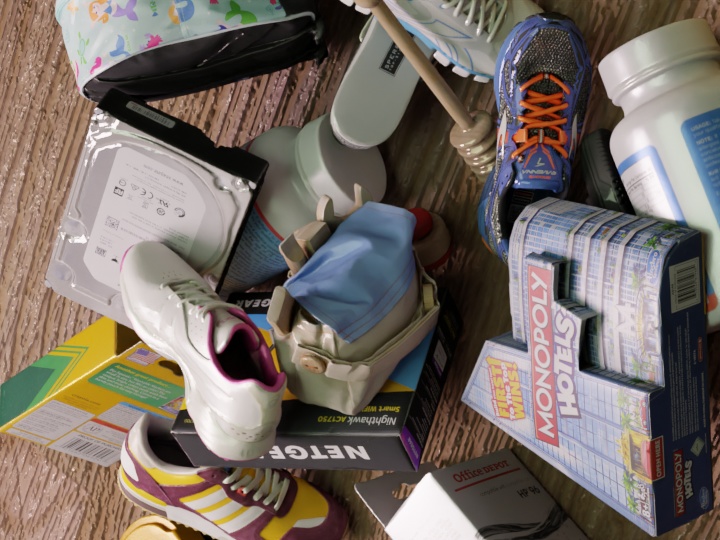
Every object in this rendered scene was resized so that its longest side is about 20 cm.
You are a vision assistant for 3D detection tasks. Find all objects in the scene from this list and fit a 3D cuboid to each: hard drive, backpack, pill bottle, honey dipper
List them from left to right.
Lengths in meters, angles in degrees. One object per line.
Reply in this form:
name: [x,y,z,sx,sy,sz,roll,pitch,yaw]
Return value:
hard drive: [-0.166,-0.034,1.342,0.139,0.038,0.200,26,132,0]
backpack: [-0.143,-0.209,1.344,0.200,0.178,0.151,-22,87,-2]
pill bottle: [-0.078,-0.052,1.391,0.200,0.109,0.109,-26,79,35]
honey dipper: [0.054,-0.141,1.245,0.038,0.200,0.038,-24,39,22]
pill bottle: [0.238,-0.066,1.154,0.112,0.112,0.200,-27,79,35]

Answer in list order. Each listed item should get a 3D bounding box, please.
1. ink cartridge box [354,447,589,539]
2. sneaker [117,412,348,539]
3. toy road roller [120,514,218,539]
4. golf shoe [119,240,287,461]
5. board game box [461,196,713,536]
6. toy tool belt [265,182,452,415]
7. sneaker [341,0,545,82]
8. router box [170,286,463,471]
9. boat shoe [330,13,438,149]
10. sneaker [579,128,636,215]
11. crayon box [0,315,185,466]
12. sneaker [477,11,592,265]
ink cartridge box: [0.102,0.206,1.277,0.200,0.116,0.068,48,119,22]
sneaker: [-0.102,0.177,1.393,0.199,0.075,0.090,16,139,-5]
toy road roller: [-0.141,0.299,1.447,0.200,0.146,0.123,51,121,21]
golf shoe: [-0.113,0.043,1.267,0.200,0.075,0.092,54,140,23]
board game box: [0.150,0.058,1.176,0.200,0.062,0.201,16,117,52]
toy tool belt: [0.000,0.000,1.264,0.125,0.200,0.123,11,141,33]
sneaker: [0.064,-0.198,1.234,0.200,0.087,0.075,23,83,-9]
router box: [-0.032,0.084,1.331,0.200,0.149,0.051,-3,137,26]
boat shoe: [0.035,-0.184,1.306,0.071,0.064,0.200,34,87,-8]
sneaker: [0.176,0.006,1.239,0.104,0.060,0.200,-26,81,32]
crayon box: [-0.209,0.101,1.488,0.200,0.126,0.052,-30,50,34]
sneaker: [0.132,-0.089,1.229,0.075,0.078,0.201,2,114,-4]
